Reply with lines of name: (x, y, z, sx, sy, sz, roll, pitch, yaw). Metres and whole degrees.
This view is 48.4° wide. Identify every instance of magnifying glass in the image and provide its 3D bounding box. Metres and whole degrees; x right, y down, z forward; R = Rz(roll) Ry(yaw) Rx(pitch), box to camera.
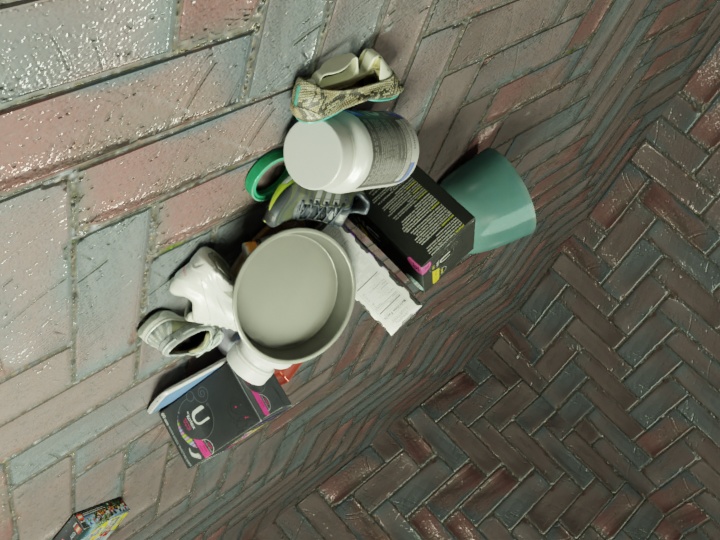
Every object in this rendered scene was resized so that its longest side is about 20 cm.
magnifying glass: (-0.104, -0.125, 1.163, 0.080, 0.022, 0.200, -48, 163, 9)

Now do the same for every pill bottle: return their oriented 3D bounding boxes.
pill bottle: (-0.011, -0.167, 1.121, 0.200, 0.114, 0.114, -17, 147, -57)
pill bottle: (-0.130, 0.093, 1.330, 0.200, 0.111, 0.111, -49, 162, 12)

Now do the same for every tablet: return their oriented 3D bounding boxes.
tablet: (-0.281, 0.190, 1.427, 0.200, 0.014, 0.130, -28, 172, -34)

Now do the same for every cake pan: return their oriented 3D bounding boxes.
cake pan: (-0.099, 0.035, 1.157, 0.200, 0.037, 0.200, -8, 105, -32)

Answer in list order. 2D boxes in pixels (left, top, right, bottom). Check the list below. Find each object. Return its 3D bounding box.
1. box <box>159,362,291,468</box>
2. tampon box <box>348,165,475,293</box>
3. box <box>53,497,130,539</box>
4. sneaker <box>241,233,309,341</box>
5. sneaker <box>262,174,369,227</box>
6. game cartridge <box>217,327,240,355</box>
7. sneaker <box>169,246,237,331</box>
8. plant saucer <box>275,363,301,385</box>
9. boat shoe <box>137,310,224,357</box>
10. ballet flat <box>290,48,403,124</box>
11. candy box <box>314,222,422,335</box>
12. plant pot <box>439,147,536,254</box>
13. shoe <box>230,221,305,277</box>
box: (-0.246, 0.253, 1.453, 0.200, 0.122, 0.106, -37, 169, 26)
tampon box: (0.082, -0.087, 1.366, 0.126, 0.200, 0.150, -42, 162, -7)
box: (-0.571, 0.551, 1.609, 0.200, 0.038, 0.137, -50, 162, 15)
sneaker: (-0.108, 0.032, 1.213, 0.077, 0.078, 0.200, -29, 120, -14)
sneaker: (-0.058, -0.099, 1.158, 0.200, 0.081, 0.074, -26, 153, -45)
game cartridge: (-0.179, 0.067, 1.404, 0.133, 0.042, 0.200, -31, 158, -49)
sneaker: (-0.207, 0.052, 1.185, 0.099, 0.078, 0.200, -32, 128, 9)
plant saucer: (-0.175, 0.185, 1.674, 0.200, 0.037, 0.200, -15, 146, -56)
boat shoe: (-0.267, 0.107, 1.245, 0.074, 0.065, 0.202, -46, 162, 4)
ballet flat: (-0.009, -0.248, 1.042, 0.200, 0.068, 0.075, -27, 139, -39)
candy box: (0.000, 0.000, 1.301, 0.072, 0.200, 0.168, -45, -174, 2)
plant pot: (0.238, -0.128, 1.653, 0.161, 0.201, 0.201, -28, 160, -9)
shoe: (-0.163, -0.014, 1.244, 0.070, 0.053, 0.200, 38, 96, -32)
